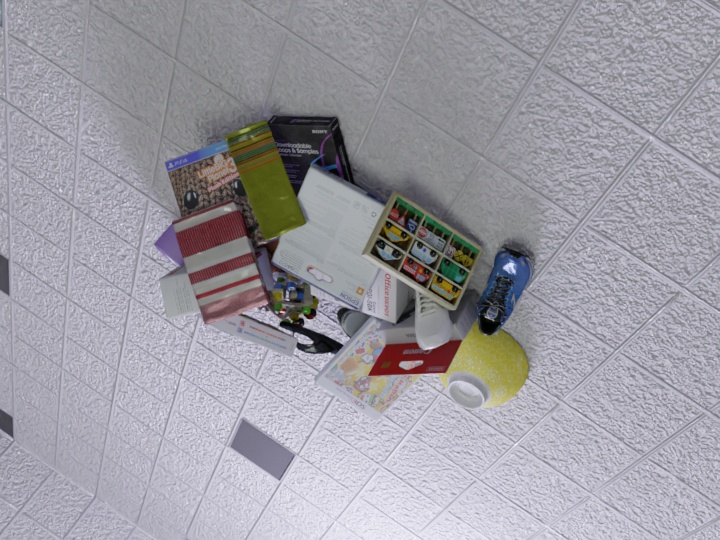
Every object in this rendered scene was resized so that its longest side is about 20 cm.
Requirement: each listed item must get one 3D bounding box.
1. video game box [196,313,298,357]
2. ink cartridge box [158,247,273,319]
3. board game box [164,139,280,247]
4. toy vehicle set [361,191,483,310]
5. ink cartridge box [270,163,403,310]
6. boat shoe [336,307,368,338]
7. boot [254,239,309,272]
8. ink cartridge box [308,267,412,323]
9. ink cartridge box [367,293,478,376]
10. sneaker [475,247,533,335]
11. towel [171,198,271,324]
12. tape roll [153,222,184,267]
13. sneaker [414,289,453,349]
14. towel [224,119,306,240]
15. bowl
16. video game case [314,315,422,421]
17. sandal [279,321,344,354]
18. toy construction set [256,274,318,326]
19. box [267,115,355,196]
[{"bbox_3d":[-0.239,0.118,1.676,0.179,0.048,0.199,21,176,-20],"label":"video game box"},{"bbox_3d":[-0.281,0.023,1.587,0.195,0.145,0.085,-12,99,4],"label":"ink cartridge box"},{"bbox_3d":[-0.256,-0.134,1.534,0.156,0.097,0.204,-17,94,15],"label":"board game box"},{"bbox_3d":[0.111,-0.033,1.425,0.198,0.126,0.026,30,167,-17],"label":"toy vehicle set"},{"bbox_3d":[-0.043,-0.061,1.483,0.197,0.041,0.203,28,108,4],"label":"ink cartridge box"},{"bbox_3d":[0.024,0.150,1.736,0.201,0.071,0.063,50,170,-27],"label":"boat shoe"},{"bbox_3d":[-0.182,-0.075,1.664,0.153,0.077,0.201,-6,132,42],"label":"boot"},{"bbox_3d":[0.000,0.000,1.591,0.196,0.083,0.149,18,135,20],"label":"ink cartridge box"},{"bbox_3d":[0.115,0.123,1.550,0.197,0.177,0.045,-9,123,42],"label":"ink cartridge box"},{"bbox_3d":[0.257,0.045,1.456,0.077,0.090,0.203,21,137,13],"label":"sneaker"},{"bbox_3d":[-0.258,-0.015,1.490,0.141,0.023,0.204,-17,93,16],"label":"towel"},{"bbox_3d":[-0.357,-0.013,1.763,0.199,0.066,0.200,40,169,9],"label":"tape roll"},{"bbox_3d":[0.126,0.063,1.482,0.075,0.202,0.082,-15,123,14],"label":"sneaker"},{"bbox_3d":[-0.172,-0.163,1.455,0.084,0.018,0.204,-21,94,7],"label":"towel"},{"bbox_3d":[0.229,0.212,1.616,0.196,0.108,0.203,18,137,18],"label":"bowl"},{"bbox_3d":[0.030,0.212,1.711,0.181,0.023,0.200,35,110,-23],"label":"video game case"},{"bbox_3d":[-0.088,0.164,1.735,0.197,0.049,0.075,26,166,-6],"label":"sandal"},{"bbox_3d":[-0.164,0.070,1.750,0.129,0.094,0.199,13,166,-26],"label":"toy construction set"},{"bbox_3d":[-0.086,-0.192,1.508,0.140,0.036,0.203,7,130,28],"label":"box"}]
